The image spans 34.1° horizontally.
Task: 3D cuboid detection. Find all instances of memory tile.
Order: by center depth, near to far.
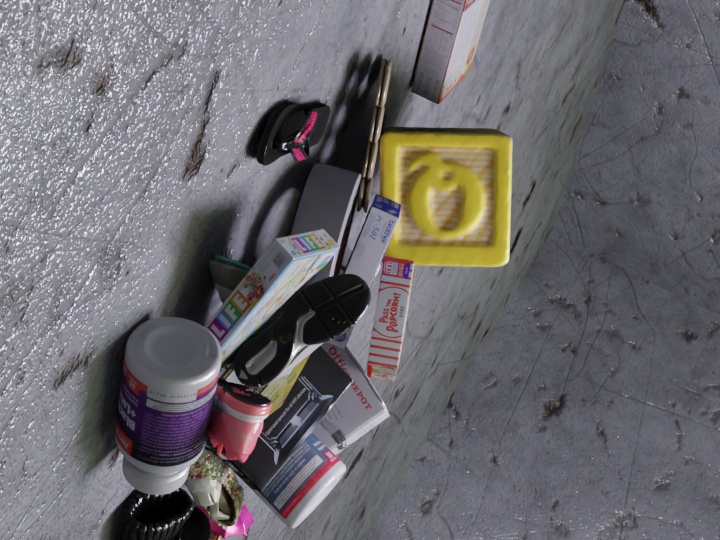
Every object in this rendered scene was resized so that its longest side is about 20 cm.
[{"bbox_3d":[0.021,-0.192,1.660,0.154,0.017,0.203,-81,-179,-73],"label":"memory tile"}]

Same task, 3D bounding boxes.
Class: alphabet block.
[{"bbox_3d":[0.123,-0.116,1.768,0.200,0.193,0.199,-81,171,-80],"label":"alphabet block"}]

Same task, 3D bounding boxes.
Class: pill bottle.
[{"bbox_3d":[-0.229,0.164,1.371,0.111,0.110,0.202,-45,156,-50],"label":"pill bottle"},{"bbox_3d":[-0.128,0.255,1.670,0.120,0.200,0.120,-45,170,-10],"label":"pill bottle"}]

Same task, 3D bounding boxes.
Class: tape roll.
[{"bbox_3d":[-0.055,-0.043,1.610,0.200,0.065,0.203,16,90,-87],"label":"tape roll"}]

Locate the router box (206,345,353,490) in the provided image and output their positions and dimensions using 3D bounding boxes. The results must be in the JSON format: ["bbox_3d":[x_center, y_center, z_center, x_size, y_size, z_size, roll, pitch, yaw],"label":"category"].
[{"bbox_3d":[-0.130,0.168,1.582,0.200,0.157,0.052,-48,-167,-21],"label":"router box"}]

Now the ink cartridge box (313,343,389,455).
[{"bbox_3d":[-0.072,0.215,1.794,0.199,0.146,0.083,-35,164,-2],"label":"ink cartridge box"}]

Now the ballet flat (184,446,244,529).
[{"bbox_3d":[-0.203,0.304,1.627,0.201,0.074,0.065,65,20,-56],"label":"ballet flat"}]

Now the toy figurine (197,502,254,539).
[{"bbox_3d":[-0.234,0.442,1.846,0.200,0.148,0.186,145,-33,-74],"label":"toy figurine"}]

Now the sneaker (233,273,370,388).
[{"bbox_3d":[-0.076,0.076,1.503,0.199,0.076,0.115,-36,176,-6],"label":"sneaker"}]

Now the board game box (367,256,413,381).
[{"bbox_3d":[0.043,0.075,1.708,0.200,0.046,0.154,89,10,-79],"label":"board game box"}]

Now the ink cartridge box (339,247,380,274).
[{"bbox_3d":[-0.044,0.037,1.881,0.201,0.067,0.116,-57,164,-22],"label":"ink cartridge box"}]

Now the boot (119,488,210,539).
[{"bbox_3d":[-0.265,0.353,1.633,0.211,0.079,0.160,-39,152,-57],"label":"boot"}]

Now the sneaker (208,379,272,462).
[{"bbox_3d":[-0.166,0.182,1.431,0.200,0.073,0.088,-171,-85,-73],"label":"sneaker"}]

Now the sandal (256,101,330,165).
[{"bbox_3d":[-0.072,-0.173,1.471,0.200,0.045,0.076,-33,147,-63],"label":"sandal"}]

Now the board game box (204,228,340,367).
[{"bbox_3d":[-0.121,0.038,1.435,0.200,0.034,0.134,-50,167,20],"label":"board game box"}]

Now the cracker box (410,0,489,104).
[{"bbox_3d":[0.149,-0.383,1.856,0.134,0.057,0.202,-49,161,-46],"label":"cracker box"}]

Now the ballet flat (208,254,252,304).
[{"bbox_3d":[-0.148,0.024,1.492,0.200,0.066,0.065,23,85,-77],"label":"ballet flat"}]

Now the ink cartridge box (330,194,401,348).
[{"bbox_3d":[0.000,0.000,1.646,0.094,0.044,0.202,-72,-176,-75],"label":"ink cartridge box"}]
